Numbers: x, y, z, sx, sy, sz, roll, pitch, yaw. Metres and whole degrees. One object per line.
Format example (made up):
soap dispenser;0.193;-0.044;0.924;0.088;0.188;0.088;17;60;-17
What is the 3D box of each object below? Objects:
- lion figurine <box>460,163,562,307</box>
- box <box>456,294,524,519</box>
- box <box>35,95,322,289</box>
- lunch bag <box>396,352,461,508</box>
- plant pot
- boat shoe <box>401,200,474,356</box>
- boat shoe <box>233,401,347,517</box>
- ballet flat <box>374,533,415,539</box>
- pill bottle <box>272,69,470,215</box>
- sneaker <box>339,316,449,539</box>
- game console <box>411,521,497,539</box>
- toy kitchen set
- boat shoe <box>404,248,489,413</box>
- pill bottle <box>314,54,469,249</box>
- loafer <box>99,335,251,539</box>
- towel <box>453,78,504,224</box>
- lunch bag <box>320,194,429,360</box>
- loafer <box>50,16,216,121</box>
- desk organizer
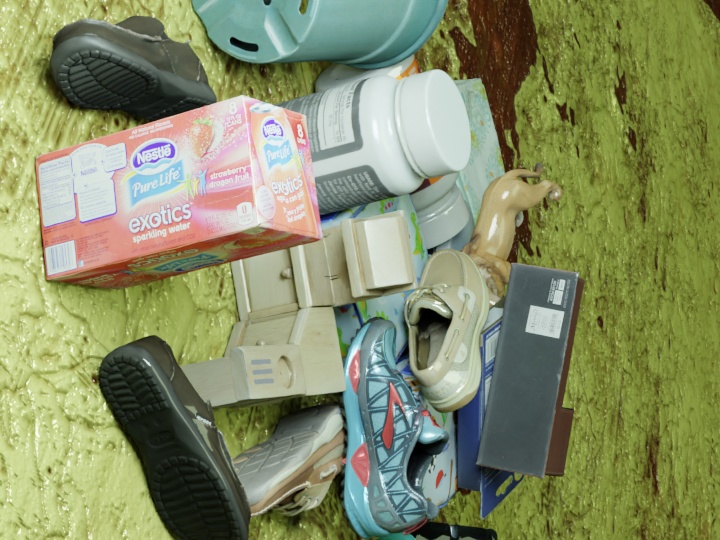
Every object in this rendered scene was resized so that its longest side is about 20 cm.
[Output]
lion figurine;0.144;-0.038;1.894;0.122;0.072;0.201;29;68;-51
box;0.134;0.138;1.814;0.121;0.032;0.202;-32;125;-58
box;-0.140;-0.056;1.367;0.094;0.199;0.103;10;69;-60
lunch bag;0.057;0.154;1.779;0.200;0.075;0.162;-28;123;-65
plant pot;-0.047;-0.279;1.682;0.196;0.199;0.202;-20;97;-56
boat shoe;0.076;0.011;1.927;0.074;0.068;0.201;51;43;-50
boat shoe;-0.056;0.180;1.583;0.200;0.075;0.072;-34;112;-61
ballet flat;-0.003;0.319;1.654;0.200;0.067;0.076;-42;139;-55
pill bottle;-0.006;-0.116;1.663;0.113;0.199;0.114;36;48;-54
sneaker;0.037;0.140;1.622;0.079;0.095;0.202;27;59;-65
game console;0.090;0.374;1.855;0.175;0.116;0.201;11;65;-30
toy kitchen set;-0.063;0.007;1.539;0.180;0.162;0.202;1;78;-63
boat shoe;0.077;0.043;1.715;0.065;0.072;0.201;49;30;-33
pill bottle;0.037;-0.126;1.858;0.201;0.109;0.110;65;29;-23
loafer;-0.135;0.135;1.438;0.201;0.073;0.071;68;30;-20
towel;0.123;-0.126;2.102;0.171;0.048;0.202;-19;96;-63
lunch bag;0.000;0.000;1.758;0.200;0.082;0.162;-50;126;-58
loafer;-0.191;-0.171;1.460;0.200;0.073;0.072;19;53;-67
desk organizer;0.176;0.101;1.776;0.077;0.071;0.202;18;82;-66
